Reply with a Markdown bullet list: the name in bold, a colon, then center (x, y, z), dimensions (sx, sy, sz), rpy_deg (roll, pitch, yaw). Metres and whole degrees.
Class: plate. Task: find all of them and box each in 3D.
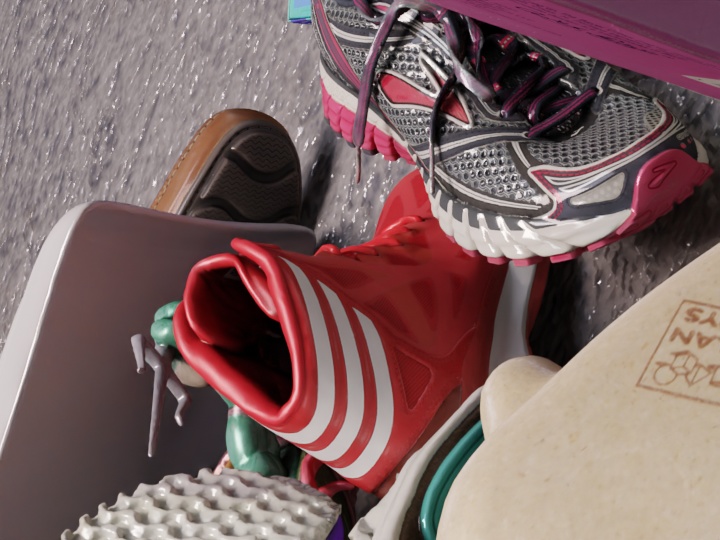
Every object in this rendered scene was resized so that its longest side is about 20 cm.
- **plate**: center (-0.101, 0.067, 0.980), dimensions (0.032, 0.200, 0.200), rpy_deg (23, 97, 23)

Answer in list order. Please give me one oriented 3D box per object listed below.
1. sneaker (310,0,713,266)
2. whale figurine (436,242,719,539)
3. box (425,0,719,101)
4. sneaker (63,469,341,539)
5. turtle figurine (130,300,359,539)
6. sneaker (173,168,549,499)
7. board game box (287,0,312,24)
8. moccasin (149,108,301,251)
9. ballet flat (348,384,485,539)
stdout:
- **sneaker**: center (0.039, -0.063, 0.839), dimensions (0.200, 0.081, 0.075), rpy_deg (33, 146, 48)
- **whale figurine**: center (0.107, 0.058, 0.686), dimensions (0.159, 0.104, 0.200), rpy_deg (10, 61, 36)
- **box**: center (0.115, -0.150, 0.680), dimensions (0.097, 0.176, 0.200), rpy_deg (17, 90, 64)
- **sneaker**: center (-0.075, 0.147, 0.753), dimensions (0.070, 0.200, 0.100), rpy_deg (17, 134, 36)
- **turtle figurine**: center (-0.050, 0.086, 0.899), dimensions (0.200, 0.101, 0.150), rpy_deg (-66, -2, -75)
- **sneaker**: center (0.000, 0.000, 0.852), dimensions (0.078, 0.115, 0.200), rpy_deg (-52, 20, 21)
- **board game box**: center (0.035, -0.173, 0.962), dimensions (0.200, 0.045, 0.152), rpy_deg (9, 96, 63)
- **moccasin**: center (-0.083, 0.017, 1.094), dimensions (0.078, 0.074, 0.202), rpy_deg (52, 132, 49)
- **ballet flat**: center (0.014, 0.103, 0.726), dimensions (0.069, 0.069, 0.200), rpy_deg (-43, 13, 46)
